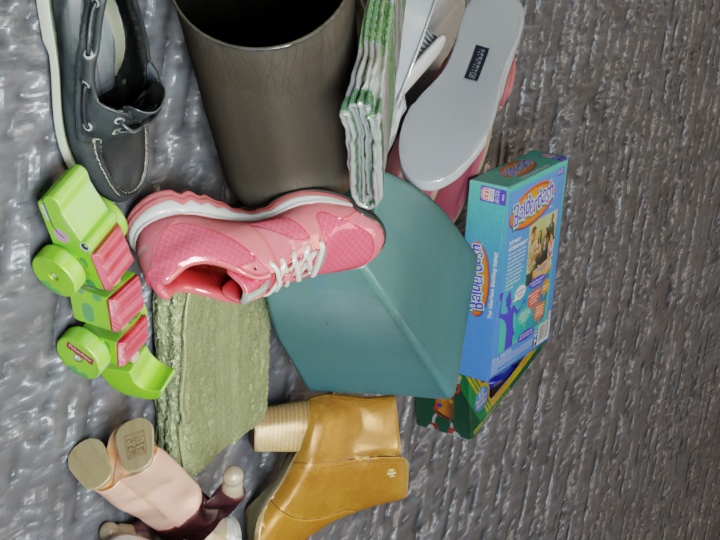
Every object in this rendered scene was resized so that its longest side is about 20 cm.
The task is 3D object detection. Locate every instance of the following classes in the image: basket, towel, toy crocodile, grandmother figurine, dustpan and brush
[{"bbox_3d":[-0.062,-0.149,1.262,0.201,0.134,0.181,82,-2,-48],"label":"basket"},{"bbox_3d":[0.012,-0.166,1.246,0.150,0.030,0.202,89,8,-65],"label":"towel"},{"bbox_3d":[-0.181,0.014,1.190,0.068,0.061,0.201,-51,144,-40],"label":"toy crocodile"},{"bbox_3d":[-0.144,0.182,1.318,0.200,0.120,0.061,59,19,-53],"label":"grandmother figurine"},{"bbox_3d":[0.030,-0.154,1.379,0.201,0.057,0.140,-55,169,-39],"label":"dustpan and brush"},{"bbox_3d":[-0.120,0.061,1.366,0.148,0.036,0.202,-36,133,-53],"label":"towel"}]

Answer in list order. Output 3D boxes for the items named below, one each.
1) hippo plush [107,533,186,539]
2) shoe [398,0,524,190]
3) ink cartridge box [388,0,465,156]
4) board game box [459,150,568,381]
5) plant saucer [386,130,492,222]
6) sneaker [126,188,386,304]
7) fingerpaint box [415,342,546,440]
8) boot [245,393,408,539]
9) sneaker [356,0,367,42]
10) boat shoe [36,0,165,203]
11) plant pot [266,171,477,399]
[{"bbox_3d":[-0.145,0.316,1.294,0.201,0.158,0.161,-59,153,-18],"label":"hippo plush"},{"bbox_3d":[0.090,-0.139,1.458,0.091,0.071,0.201,85,27,-64],"label":"shoe"},{"bbox_3d":[0.039,-0.211,1.533,0.200,0.040,0.201,-53,149,-38],"label":"ink cartridge box"},{"bbox_3d":[0.152,-0.007,1.700,0.152,0.045,0.202,-25,125,-56],"label":"board game box"},{"bbox_3d":[0.070,-0.089,1.589,0.201,0.050,0.201,-58,166,-24],"label":"plant saucer"},{"bbox_3d":[-0.074,-0.006,1.255,0.074,0.198,0.087,105,-23,-43],"label":"sneaker"},{"bbox_3d":[0.133,0.055,1.822,0.200,0.073,0.168,-45,140,-46],"label":"fingerpaint box"},{"bbox_3d":[-0.029,0.209,1.499,0.071,0.142,0.204,-127,-141,-72],"label":"boot"},{"bbox_3d":[-0.012,-0.261,1.338,0.076,0.084,0.202,-11,117,-15],"label":"sneaker"},{"bbox_3d":[-0.165,-0.126,1.144,0.075,0.066,0.201,-46,141,-46],"label":"boat shoe"},{"bbox_3d":[0.000,0.000,1.420,0.200,0.140,0.143,57,39,-57],"label":"plant pot"}]
